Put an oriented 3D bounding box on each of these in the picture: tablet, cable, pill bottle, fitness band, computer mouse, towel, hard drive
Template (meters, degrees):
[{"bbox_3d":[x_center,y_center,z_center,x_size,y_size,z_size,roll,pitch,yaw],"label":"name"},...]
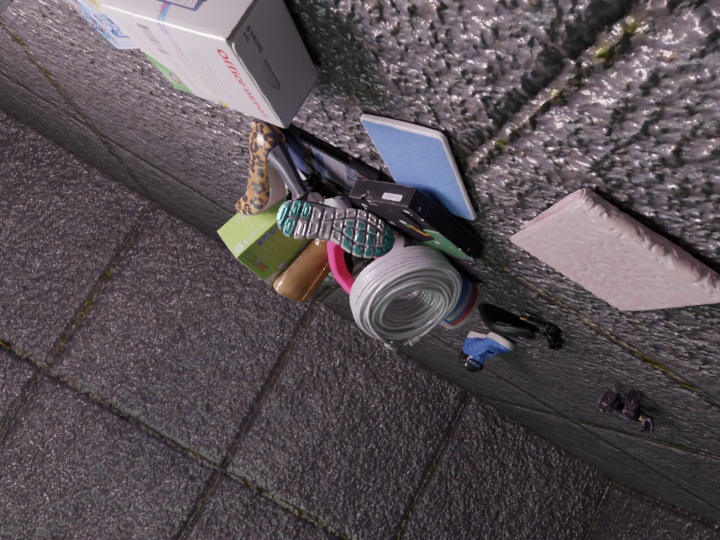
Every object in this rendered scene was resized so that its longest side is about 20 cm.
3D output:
[{"bbox_3d":[0.085,-0.139,0.732,0.129,0.014,0.200,24,166,32],"label":"tablet"},{"bbox_3d":[0.080,0.044,0.928,0.200,0.199,0.070,35,-155,-45],"label":"cable"},{"bbox_3d":[0.132,0.021,1.053,0.199,0.113,0.112,35,168,-23],"label":"pill bottle"},{"bbox_3d":[0.000,0.000,1.009,0.143,0.037,0.201,31,153,20],"label":"fitness band"},{"bbox_3d":[-0.039,-0.104,0.967,0.199,0.044,0.109,28,152,-32],"label":"computer mouse"},{"bbox_3d":[0.332,0.122,1.141,0.199,0.046,0.140,25,169,26],"label":"computer mouse"},{"bbox_3d":[0.305,-0.016,0.653,0.199,0.032,0.191,31,170,-2],"label":"towel"},{"bbox_3d":[0.093,-0.079,0.850,0.199,0.038,0.139,32,172,-40],"label":"hard drive"}]

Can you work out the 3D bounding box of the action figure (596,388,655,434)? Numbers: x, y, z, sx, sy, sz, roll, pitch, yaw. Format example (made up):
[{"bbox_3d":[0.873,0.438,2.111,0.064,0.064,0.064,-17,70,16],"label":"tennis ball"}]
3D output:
[{"bbox_3d":[0.617,0.326,1.244,0.129,0.070,0.200,14,164,39],"label":"action figure"}]

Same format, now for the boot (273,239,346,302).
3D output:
[{"bbox_3d":[-0.062,-0.017,1.113,0.174,0.201,0.066,25,-160,-39],"label":"boot"}]

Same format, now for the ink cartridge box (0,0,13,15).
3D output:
[{"bbox_3d":[-0.543,-0.439,0.701,0.087,0.146,0.200,32,170,-4],"label":"ink cartridge box"}]

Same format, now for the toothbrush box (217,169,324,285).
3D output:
[{"bbox_3d":[-0.158,-0.087,1.062,0.086,0.200,0.146,49,180,30],"label":"toothbrush box"}]

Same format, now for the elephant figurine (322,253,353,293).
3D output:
[{"bbox_3d":[-0.056,-0.038,1.277,0.153,0.143,0.200,4,163,-24],"label":"elephant figurine"}]

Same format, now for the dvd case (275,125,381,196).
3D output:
[{"bbox_3d":[-0.054,-0.177,0.908,0.199,0.018,0.143,30,168,7],"label":"dvd case"}]

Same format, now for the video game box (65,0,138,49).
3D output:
[{"bbox_3d":[-0.351,-0.382,0.715,0.199,0.047,0.182,21,163,41],"label":"video game box"}]

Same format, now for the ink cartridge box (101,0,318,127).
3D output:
[{"bbox_3d":[-0.166,-0.263,0.611,0.199,0.088,0.145,27,169,25],"label":"ink cartridge box"}]

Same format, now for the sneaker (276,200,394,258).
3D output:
[{"bbox_3d":[-0.038,-0.078,0.895,0.198,0.078,0.091,17,-168,-6],"label":"sneaker"}]

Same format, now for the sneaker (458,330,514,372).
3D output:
[{"bbox_3d":[0.331,0.227,1.432,0.076,0.112,0.200,33,168,-16],"label":"sneaker"}]

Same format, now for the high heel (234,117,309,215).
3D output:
[{"bbox_3d":[-0.182,-0.174,0.911,0.199,0.071,0.144,-11,114,44],"label":"high heel"}]
